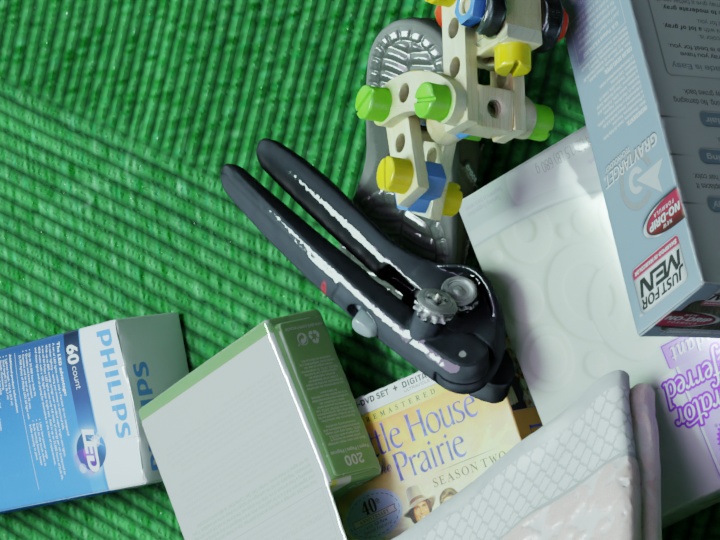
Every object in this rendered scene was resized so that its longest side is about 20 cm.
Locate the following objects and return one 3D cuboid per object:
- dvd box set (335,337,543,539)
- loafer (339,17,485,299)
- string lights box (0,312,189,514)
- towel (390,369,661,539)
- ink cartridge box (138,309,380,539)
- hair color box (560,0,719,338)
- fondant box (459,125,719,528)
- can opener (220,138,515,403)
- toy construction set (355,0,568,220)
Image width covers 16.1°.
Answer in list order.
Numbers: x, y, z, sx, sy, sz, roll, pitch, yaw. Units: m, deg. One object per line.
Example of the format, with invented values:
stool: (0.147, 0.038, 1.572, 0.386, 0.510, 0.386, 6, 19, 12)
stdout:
dvd box set: (0.058, 0.154, 1.413, 0.146, 0.029, 0.201, -25, 78, 39)
loafer: (0.040, -0.049, 1.394, 0.075, 0.070, 0.201, 25, 124, 26)
string lights box: (-0.194, 0.095, 1.599, 0.200, 0.059, 0.103, -14, 85, 39)
towel: (0.072, 0.167, 1.259, 0.200, 0.032, 0.191, -40, 29, 35)
ink cartridge box: (-0.045, 0.142, 1.456, 0.145, 0.048, 0.201, -34, 73, 45)
hair color box: (0.166, -0.069, 1.227, 0.061, 0.099, 0.201, -45, 50, 51)
fondant box: (0.151, 0.023, 1.310, 0.144, 0.058, 0.201, -31, 75, 37)
can opener: (0.000, 0.000, 1.353, 0.200, 0.063, 0.079, 39, 143, 19)
toy construction set: (0.042, -0.134, 1.274, 0.131, 0.092, 0.201, -29, 72, 57)
